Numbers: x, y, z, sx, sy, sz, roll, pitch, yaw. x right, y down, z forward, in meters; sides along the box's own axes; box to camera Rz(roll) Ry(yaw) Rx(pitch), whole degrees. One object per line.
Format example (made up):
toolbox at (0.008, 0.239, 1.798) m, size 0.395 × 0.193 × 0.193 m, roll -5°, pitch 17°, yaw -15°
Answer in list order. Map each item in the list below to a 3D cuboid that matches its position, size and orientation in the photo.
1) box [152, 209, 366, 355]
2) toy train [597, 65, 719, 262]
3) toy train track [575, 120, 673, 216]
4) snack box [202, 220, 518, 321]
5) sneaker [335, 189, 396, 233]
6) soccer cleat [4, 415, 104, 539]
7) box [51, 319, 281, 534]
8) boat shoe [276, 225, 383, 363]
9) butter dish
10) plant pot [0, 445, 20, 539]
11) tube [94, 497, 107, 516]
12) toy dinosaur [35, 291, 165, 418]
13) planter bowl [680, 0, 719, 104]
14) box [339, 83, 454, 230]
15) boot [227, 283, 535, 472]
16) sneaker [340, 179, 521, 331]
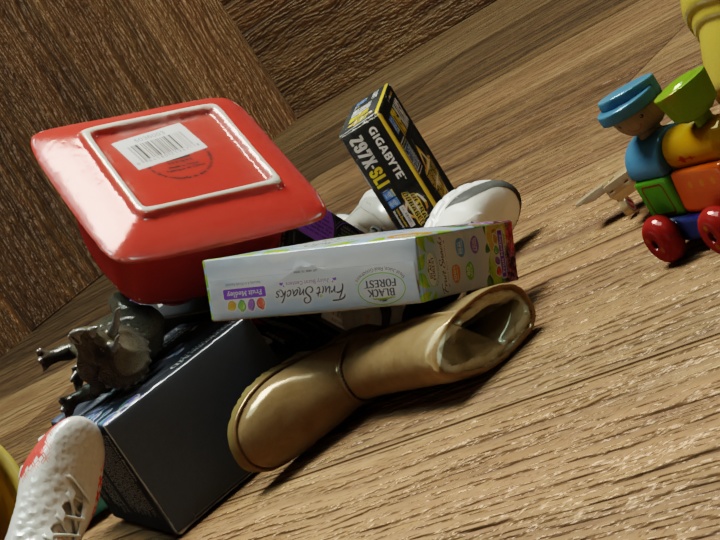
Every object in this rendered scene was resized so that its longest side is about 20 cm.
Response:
box at (-0.106, 0.011, 1.554) m, size 0.199 × 0.122 × 0.107 m, roll -10°, pitch 63°, yaw 36°
toy train at (0.230, -0.078, 1.076) m, size 0.084 × 0.116 × 0.200 m, roll -38°, pitch 10°, yaw -18°
toy train track at (0.238, -0.087, 1.368) m, size 0.114 × 0.033 × 0.200 m, roll -38°, pitch 1°, yaw 30°
snack box at (0.000, 0.000, 1.307) m, size 0.198 × 0.054 × 0.142 m, roll -6°, pitch 4°, yaw 34°
sneaker at (-0.008, -0.020, 1.790) m, size 0.092 × 0.076 × 0.200 m, roll -47°, pitch 6°, yaw -24°
soccer cleat at (-0.235, 0.207, 1.272) m, size 0.085 × 0.068 × 0.202 m, roll 6°, pitch 70°, yaw 60°
box at (-0.150, 0.125, 1.415) m, size 0.148 × 0.108 × 0.200 m, roll -37°, pitch 10°, yaw -21°
boat shoe at (-0.045, 0.036, 1.625) m, size 0.199 × 0.068 × 0.072 m, roll -36°, pitch 9°, yaw 5°
butter dish at (-0.156, -0.037, 1.442) m, size 0.198 × 0.149 × 0.200 m, roll -15°, pitch 43°, yaw -27°
plant pot at (-0.370, 0.235, 1.440) m, size 0.200 × 0.201 × 0.189 m, roll -37°, pitch -6°, yaw -17°
tube at (-0.314, 0.249, 1.569) m, size 0.199 × 0.051 × 0.077 m, roll -38°, pitch 4°, yaw 10°
toy dinosaur at (-0.198, 0.064, 1.399) m, size 0.101 × 0.078 × 0.200 m, roll -17°, pitch 6°, yaw 15°
planter bowl at (0.288, -0.134, 1.111) m, size 0.200 × 0.199 × 0.084 m, roll -5°, pitch 65°, yaw 71°
box at (0.046, -0.089, 1.639) m, size 0.049 × 0.160 × 0.200 m, roll -32°, pitch 9°, yaw 11°
boot at (0.009, 0.076, 1.241) m, size 0.175 × 0.066 × 0.199 m, roll -41°, pitch 12°, yaw -30°
sneaker at (0.076, -0.003, 1.433) m, size 0.200 × 0.074 × 0.080 m, roll -44°, pitch 27°, yaw -25°
